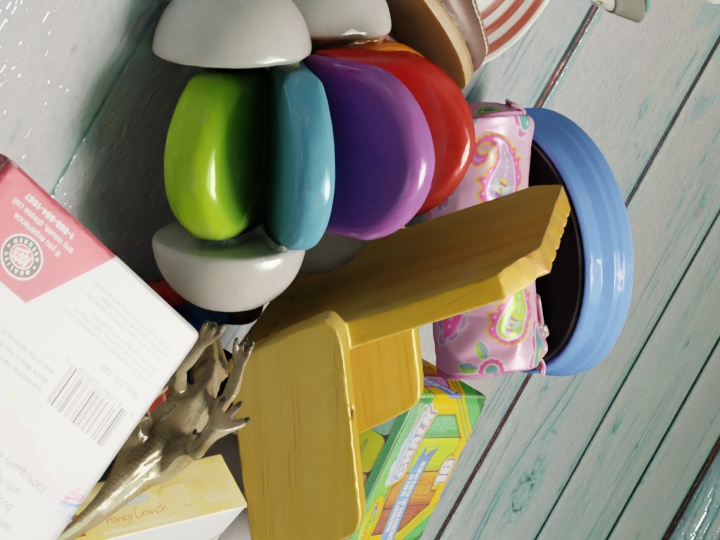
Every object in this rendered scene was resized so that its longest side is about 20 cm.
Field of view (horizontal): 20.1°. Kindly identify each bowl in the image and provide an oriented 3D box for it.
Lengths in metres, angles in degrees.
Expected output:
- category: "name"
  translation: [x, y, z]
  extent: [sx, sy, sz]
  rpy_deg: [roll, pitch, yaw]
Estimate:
- category: "bowl"
  translation: [0.125, -0.019, 1.503]
  extent: [0.039, 0.201, 0.201]
  rpy_deg: [-10, 132, -29]

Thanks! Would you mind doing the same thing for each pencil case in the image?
- category: "pencil case"
  translation: [0.088, -0.020, 1.449]
  extent: [0.087, 0.087, 0.201]
  rpy_deg: [-22, 109, -60]

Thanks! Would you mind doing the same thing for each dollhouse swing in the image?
- category: "dollhouse swing"
  translation: [0.036, 0.059, 1.180]
  extent: [0.200, 0.175, 0.182]
  rpy_deg: [-58, 143, -70]

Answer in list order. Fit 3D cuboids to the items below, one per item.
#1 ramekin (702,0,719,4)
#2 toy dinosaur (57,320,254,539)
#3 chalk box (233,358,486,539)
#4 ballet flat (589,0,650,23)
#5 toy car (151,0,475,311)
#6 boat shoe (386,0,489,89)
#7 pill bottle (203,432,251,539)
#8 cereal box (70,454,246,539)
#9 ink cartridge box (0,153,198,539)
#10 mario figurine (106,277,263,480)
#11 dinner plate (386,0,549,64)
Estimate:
- category: "ramekin"
  translation: [0.283, -0.311, 1.619]
  extent: [0.201, 0.098, 0.201]
  rpy_deg: [-49, 157, -29]
- category: "toy dinosaur"
  translation: [-0.102, 0.089, 1.019]
  extent: [0.200, 0.058, 0.101]
  rpy_deg: [-49, 176, -42]
- category: "chalk box"
  translation: [-0.016, 0.113, 1.422]
  extent: [0.125, 0.124, 0.200]
  rpy_deg: [-64, 160, 7]
- category: "ballet flat"
  translation: [0.177, -0.242, 1.532]
  extent: [0.064, 0.068, 0.200]
  rpy_deg: [-30, 154, -5]
- category: "toy car"
  translation: [-0.019, -0.070, 1.098]
  extent: [0.200, 0.149, 0.176]
  rpy_deg: [-26, 123, -57]
- category: "boat shoe"
  translation: [0.031, -0.186, 1.154]
  extent: [0.070, 0.070, 0.200]
  rpy_deg: [-51, 139, -14]
- category: "pill bottle"
  translation: [-0.106, 0.185, 1.296]
  extent: [0.112, 0.112, 0.200]
  rpy_deg: [-51, 170, -25]
- category: "cereal box"
  translation: [-0.166, 0.179, 1.122]
  extent: [0.144, 0.040, 0.200]
  rpy_deg: [-10, 151, -40]
- category: "ink cartridge box"
  translation: [-0.191, 0.061, 0.922]
  extent: [0.200, 0.085, 0.148]
  rpy_deg: [-54, 131, -14]
- category: "mario figurine"
  translation: [-0.103, 0.062, 1.161]
  extent: [0.106, 0.124, 0.200]
  rpy_deg: [-23, -178, 24]
- category: "dinner plate"
  translation: [0.058, -0.218, 1.232]
  extent: [0.200, 0.024, 0.201]
  rpy_deg: [-17, 119, -34]
